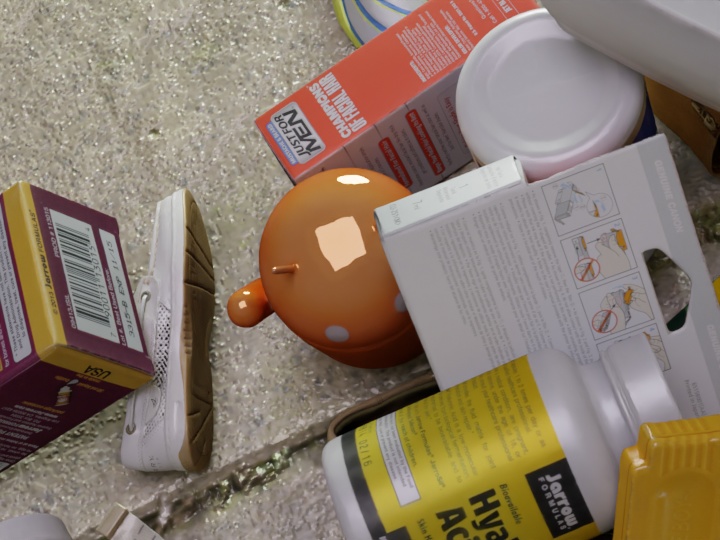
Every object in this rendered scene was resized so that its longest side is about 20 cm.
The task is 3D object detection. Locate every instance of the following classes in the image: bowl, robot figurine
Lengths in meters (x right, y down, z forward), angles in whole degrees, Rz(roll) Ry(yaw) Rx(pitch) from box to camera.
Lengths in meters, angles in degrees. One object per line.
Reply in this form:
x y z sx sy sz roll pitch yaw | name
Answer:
0.197 -0.174 1.215 0.199 0.075 0.200 27 41 1 | bowl
-0.002 0.001 1.305 0.143 0.200 0.117 18 84 13 | robot figurine

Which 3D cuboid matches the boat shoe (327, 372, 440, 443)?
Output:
0.072 0.090 1.307 0.199 0.067 0.074 -25 44 -4 | boat shoe

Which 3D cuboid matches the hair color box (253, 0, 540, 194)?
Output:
0.038 -0.113 1.398 0.199 0.111 0.064 -35 60 -1 | hair color box

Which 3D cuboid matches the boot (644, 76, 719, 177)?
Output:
0.233 -0.173 1.330 0.070 0.202 0.144 -14 49 -26 | boot

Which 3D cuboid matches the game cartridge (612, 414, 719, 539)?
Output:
0.239 0.157 1.153 0.198 0.178 0.032 -6 30 -10 | game cartridge

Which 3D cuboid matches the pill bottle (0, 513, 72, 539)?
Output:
-0.188 0.259 1.297 0.113 0.113 0.201 -32 62 1 | pill bottle

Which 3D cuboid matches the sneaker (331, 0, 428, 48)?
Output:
-0.005 -0.242 1.473 0.075 0.105 0.201 -25 61 5 | sneaker

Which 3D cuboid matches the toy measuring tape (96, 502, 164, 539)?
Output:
-0.082 0.215 1.289 0.199 0.074 0.074 37 79 -3 | toy measuring tape

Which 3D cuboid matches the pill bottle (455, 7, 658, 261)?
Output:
0.134 -0.070 1.299 0.115 0.200 0.117 -6 66 13 | pill bottle

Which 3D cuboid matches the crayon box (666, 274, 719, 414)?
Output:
0.308 0.046 1.273 0.200 0.058 0.173 -42 62 -4 | crayon box

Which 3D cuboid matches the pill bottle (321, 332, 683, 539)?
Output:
0.087 0.112 1.176 0.199 0.111 0.112 -24 62 6 | pill bottle

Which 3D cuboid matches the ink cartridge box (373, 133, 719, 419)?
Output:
0.121 0.023 1.220 0.172 0.201 0.044 -21 28 3 | ink cartridge box

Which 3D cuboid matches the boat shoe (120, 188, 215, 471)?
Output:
-0.140 0.040 1.406 0.069 0.071 0.202 -6 66 14 | boat shoe

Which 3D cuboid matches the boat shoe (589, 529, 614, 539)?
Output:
0.128 0.173 1.217 0.199 0.072 0.072 -24 50 6 | boat shoe

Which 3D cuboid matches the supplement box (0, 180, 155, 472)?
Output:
-0.253 0.053 1.383 0.199 0.103 0.132 -31 60 25 | supplement box
